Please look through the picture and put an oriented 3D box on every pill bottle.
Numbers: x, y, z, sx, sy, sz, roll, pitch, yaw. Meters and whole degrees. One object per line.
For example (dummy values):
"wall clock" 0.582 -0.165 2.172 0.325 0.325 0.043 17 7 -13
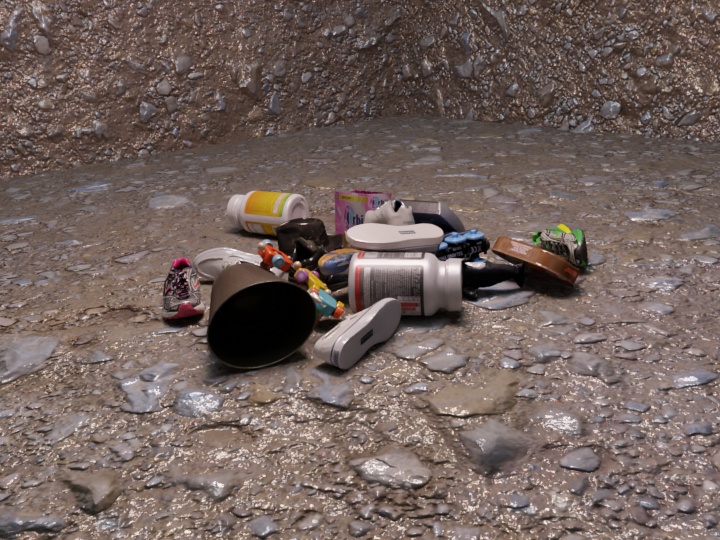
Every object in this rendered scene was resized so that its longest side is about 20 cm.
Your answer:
"pill bottle" 0.083 0.025 1.267 0.199 0.117 0.116 1 20 9
"pill bottle" -0.244 -0.149 1.815 0.199 0.112 0.111 8 22 27

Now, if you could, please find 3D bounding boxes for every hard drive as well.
"hard drive" 0.163 -0.107 1.583 0.134 0.043 0.200 7 -15 30

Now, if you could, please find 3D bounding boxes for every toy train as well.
"toy train" 0.182 -0.041 1.493 0.199 0.087 0.114 -16 17 -32
"toy train" -0.115 0.029 1.266 0.150 0.056 0.200 28 14 -47

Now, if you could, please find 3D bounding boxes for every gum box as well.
"gum box" 0.001 -0.134 1.694 0.066 0.114 0.200 -6 11 -26

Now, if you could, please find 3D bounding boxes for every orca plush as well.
"orca plush" 0.223 0.030 1.357 0.199 0.072 0.105 4 -27 -11

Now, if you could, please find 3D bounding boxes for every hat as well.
"hat" -0.138 -0.078 1.598 0.199 0.081 0.201 -14 18 5

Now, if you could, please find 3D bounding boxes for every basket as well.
"basket" -0.185 0.064 1.181 0.179 0.137 0.200 -21 19 -14

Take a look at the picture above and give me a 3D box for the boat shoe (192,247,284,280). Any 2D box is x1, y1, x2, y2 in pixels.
"boat shoe" -0.261 -0.007 1.468 0.199 0.074 0.067 0 17 5

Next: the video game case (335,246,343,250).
"video game case" -0.019 -0.044 1.625 0.199 0.018 0.143 1 20 10

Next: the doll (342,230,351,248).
"doll" 0.063 -0.063 1.557 0.199 0.049 0.137 0 35 -13

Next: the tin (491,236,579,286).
"tin" 0.347 -0.021 1.394 0.112 0.042 0.200 23 3 -36

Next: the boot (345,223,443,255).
"boot" 0.062 -0.036 1.340 0.199 0.091 0.073 -1 35 -20

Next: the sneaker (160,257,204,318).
"sneaker" -0.350 0.038 1.356 0.080 0.075 0.200 -8 21 -15

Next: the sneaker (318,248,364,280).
"sneaker" 0.000 0.000 1.384 0.199 0.089 0.075 -11 18 -43

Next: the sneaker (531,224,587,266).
"sneaker" 0.432 -0.048 1.511 0.085 0.079 0.200 -11 11 -4

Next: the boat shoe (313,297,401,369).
"boat shoe" -0.005 0.096 1.157 0.069 0.071 0.200 13 31 31

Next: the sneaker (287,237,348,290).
"sneaker" -0.074 -0.018 1.422 0.076 0.115 0.199 14 24 36

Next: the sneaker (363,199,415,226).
"sneaker" 0.067 -0.110 1.482 0.074 0.088 0.200 -3 13 -26
